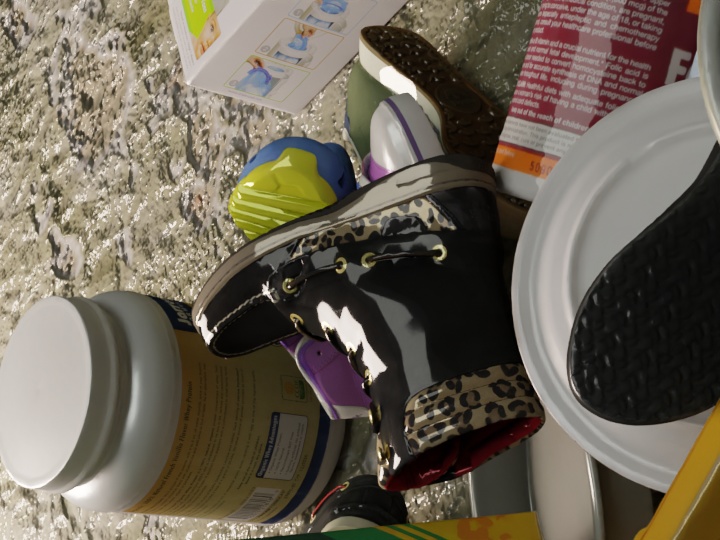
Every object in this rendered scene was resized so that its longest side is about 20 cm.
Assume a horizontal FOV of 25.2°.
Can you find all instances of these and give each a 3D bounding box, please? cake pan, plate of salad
[{"bbox_3d":[0.103,0.120,0.853,0.200,0.037,0.201,175,90,-76],"label":"cake pan"},{"bbox_3d":[0.168,0.007,0.739,0.199,0.048,0.201,-6,72,18],"label":"plate of salad"}]

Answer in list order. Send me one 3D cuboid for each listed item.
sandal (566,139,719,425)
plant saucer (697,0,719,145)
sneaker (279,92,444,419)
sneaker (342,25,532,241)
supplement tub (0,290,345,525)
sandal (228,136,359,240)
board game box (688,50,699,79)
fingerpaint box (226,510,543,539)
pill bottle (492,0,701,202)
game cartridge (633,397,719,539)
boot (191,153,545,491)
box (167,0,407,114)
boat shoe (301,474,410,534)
[{"bbox_3d":[0.159,-0.011,0.696,0.201,0.075,0.048,-51,-5,-15],"label":"sandal"},{"bbox_3d":[0.234,-0.081,0.669,0.050,0.199,0.201,99,172,-76],"label":"plant saucer"},{"bbox_3d":[0.000,0.000,0.945,0.073,0.114,0.201,-129,30,-63],"label":"sneaker"},{"bbox_3d":[0.049,-0.065,1.017,0.200,0.067,0.090,53,136,37],"label":"sneaker"},{"bbox_3d":[-0.125,0.092,1.070,0.144,0.199,0.145,-16,68,47],"label":"supplement tub"},{"bbox_3d":[-0.033,-0.047,1.042,0.200,0.079,0.087,94,-162,-74],"label":"sandal"},{"bbox_3d":[0.261,-0.116,0.745,0.199,0.043,0.200,21,97,35],"label":"board game box"},{"bbox_3d":[-0.005,0.201,0.872,0.200,0.166,0.074,116,147,-58],"label":"fingerpaint box"},{"bbox_3d":[0.150,-0.124,0.862,0.114,0.114,0.201,24,100,50],"label":"pill bottle"},{"bbox_3d":[0.201,0.123,0.689,0.201,0.176,0.032,-63,22,17],"label":"game cartridge"},{"bbox_3d":[0.003,0.043,0.858,0.199,0.073,0.151,-27,65,24],"label":"boot"},{"bbox_3d":[-0.037,-0.219,1.122,0.200,0.101,0.113,-41,52,37],"label":"box"},{"bbox_3d":[-0.022,0.217,1.027,0.063,0.073,0.202,-67,1,-59],"label":"boat shoe"}]
